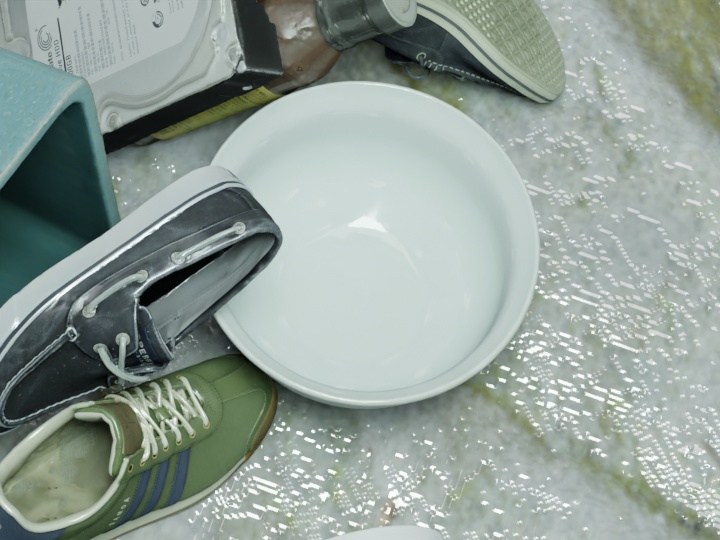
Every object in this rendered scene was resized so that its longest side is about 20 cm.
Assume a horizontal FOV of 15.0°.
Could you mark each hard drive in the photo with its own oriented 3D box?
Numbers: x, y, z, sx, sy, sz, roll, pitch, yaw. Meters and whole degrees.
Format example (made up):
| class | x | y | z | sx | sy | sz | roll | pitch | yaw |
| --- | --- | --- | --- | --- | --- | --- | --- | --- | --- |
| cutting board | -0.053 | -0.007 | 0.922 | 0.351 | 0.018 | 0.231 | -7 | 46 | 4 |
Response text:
| class | x | y | z | sx | sy | sz | roll | pitch | yaw |
| --- | --- | --- | --- | --- | --- | --- | --- | --- | --- |
| hard drive | -0.135 | -0.147 | 1.564 | 0.038 | 0.199 | 0.141 | 3 | 73 | -47 |

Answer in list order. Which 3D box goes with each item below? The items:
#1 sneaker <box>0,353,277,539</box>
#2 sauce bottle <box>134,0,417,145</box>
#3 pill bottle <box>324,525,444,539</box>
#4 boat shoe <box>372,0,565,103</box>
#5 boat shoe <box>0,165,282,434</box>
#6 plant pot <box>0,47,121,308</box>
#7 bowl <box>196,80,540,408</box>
| class | x | y | z | sx | sy | sz | roll | pitch | yaw |
| --- | --- | --- | --- | --- | --- | --- | --- | --- | --- |
| sneaker | -0.127 | 0.099 | 1.510 | 0.200 | 0.090 | 0.067 | -31 | 71 | -19 |
| sauce bottle | -0.059 | -0.128 | 1.580 | 0.199 | 0.065 | 0.065 | -16 | 60 | 30 |
| pill bottle | 0.022 | 0.245 | 1.446 | 0.115 | 0.116 | 0.201 | -9 | 66 | -10 |
| boat shoe | 0.044 | -0.154 | 1.636 | 0.199 | 0.062 | 0.075 | 25 | 51 | -34 |
| boat shoe | -0.128 | 0.028 | 1.470 | 0.200 | 0.072 | 0.068 | -38 | 53 | -10 |
| plant pot | -0.272 | -0.026 | 1.505 | 0.199 | 0.196 | 0.197 | 28 | 65 | 19 |
| bowl | 0.000 | 0.000 | 1.571 | 0.200 | 0.091 | 0.202 | 2 | 64 | -5 |
